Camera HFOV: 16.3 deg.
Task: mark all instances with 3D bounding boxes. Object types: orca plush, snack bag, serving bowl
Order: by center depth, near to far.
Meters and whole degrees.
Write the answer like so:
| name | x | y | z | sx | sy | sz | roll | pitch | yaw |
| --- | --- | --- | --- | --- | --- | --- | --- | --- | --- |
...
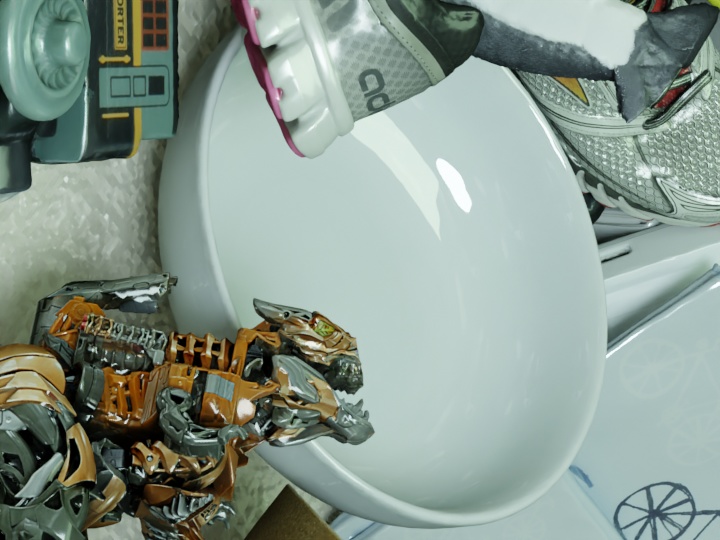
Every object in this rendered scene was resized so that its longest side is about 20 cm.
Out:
| name | x | y | z | sx | sy | sz | roll | pitch | yaw |
| --- | --- | --- | --- | --- | --- | --- | --- | --- | --- |
| orca plush | 0.034 | -0.125 | 0.897 | 0.071 | 0.199 | 0.106 | 50 | 64 | -81 |
| serving bowl | 0.000 | 0.000 | 0.909 | 0.199 | 0.066 | 0.202 | 20 | 60 | -38 |
| snack bag | 0.105 | 0.112 | 1.016 | 0.199 | 0.021 | 0.189 | -34 | 128 | 4 |

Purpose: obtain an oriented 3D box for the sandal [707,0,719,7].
| name | x | y | z | sx | sy | sz | roll | pitch | yaw |
| --- | --- | --- | --- | --- | --- | --- | --- | --- | --- |
| sandal | 0.150 | -0.204 | 1.020 | 0.079 | 0.087 | 0.201 | -13 | 69 | -37 |

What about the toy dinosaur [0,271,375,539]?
| name | x | y | z | sx | sy | sz | roll | pitch | yaw |
| --- | --- | --- | --- | --- | --- | --- | --- | --- | --- |
| toy dinosaur | -0.093 | 0.070 | 0.775 | 0.102 | 0.199 | 0.137 | 56 | 18 | -65 |

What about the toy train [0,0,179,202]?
| name | x | y | z | sx | sy | sz | roll | pitch | yaw |
| --- | --- | --- | --- | --- | --- | --- | --- | --- | --- |
| toy train | -0.106 | -0.122 | 0.781 | 0.114 | 0.085 | 0.202 | -10 | 99 | -63 |

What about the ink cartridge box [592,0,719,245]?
| name | x | y | z | sx | sy | sz | roll | pitch | yaw |
| --- | --- | --- | --- | --- | --- | --- | --- | --- | --- |
| ink cartridge box | 0.158 | 0.000 | 1.107 | 0.145 | 0.084 | 0.201 | -53 | 131 | -31 |

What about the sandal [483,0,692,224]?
| name | x | y | z | sx | sy | sz | roll | pitch | yaw |
| --- | --- | --- | --- | --- | --- | --- | --- | --- | --- |
| sandal | 0.095 | -0.098 | 1.042 | 0.048 | 0.075 | 0.201 | 99 | 16 | -66 |

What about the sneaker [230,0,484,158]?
| name | x | y | z | sx | sy | sz | roll | pitch | yaw |
| --- | --- | --- | --- | --- | --- | --- | --- | --- | --- |
| sneaker | -0.012 | -0.143 | 0.826 | 0.087 | 0.074 | 0.201 | -17 | 95 | -6 |

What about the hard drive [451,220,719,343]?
| name | x | y | z | sx | sy | sz | roll | pitch | yaw |
| --- | --- | --- | --- | --- | --- | --- | --- | --- | --- |
| hard drive | 0.121 | 0.074 | 1.039 | 0.027 | 0.131 | 0.201 | -107 | 179 | -55 |

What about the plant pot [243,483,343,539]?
| name | x | y | z | sx | sy | sz | roll | pitch | yaw |
| --- | --- | --- | --- | --- | --- | --- | --- | --- | --- |
| plant pot | -0.030 | 0.206 | 0.838 | 0.200 | 0.186 | 0.187 | -43 | 131 | -4 |

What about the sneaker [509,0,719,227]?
| name | x | y | z | sx | sy | sz | roll | pitch | yaw |
| --- | --- | --- | --- | --- | --- | --- | --- | --- | --- |
| sneaker | 0.085 | -0.094 | 0.951 | 0.200 | 0.082 | 0.078 | 46 | 77 | -10 |
